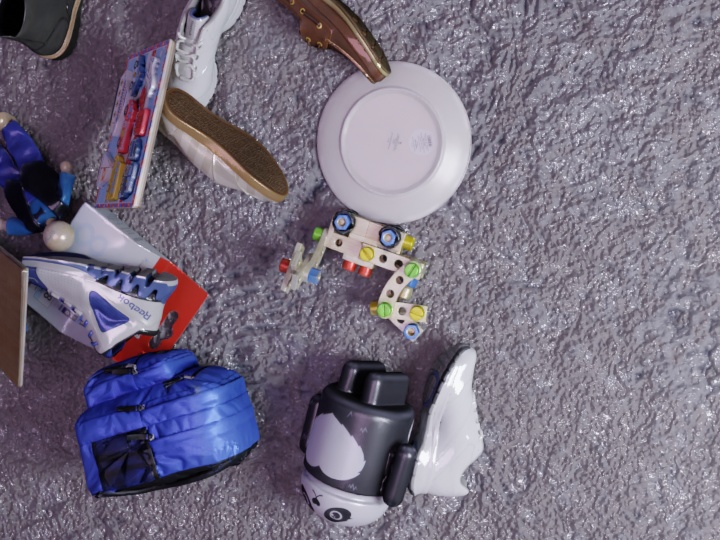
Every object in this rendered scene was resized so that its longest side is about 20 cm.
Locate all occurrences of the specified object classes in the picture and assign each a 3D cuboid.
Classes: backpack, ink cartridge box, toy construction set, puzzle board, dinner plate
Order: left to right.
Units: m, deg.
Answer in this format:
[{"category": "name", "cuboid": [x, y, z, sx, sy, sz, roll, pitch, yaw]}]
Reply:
[{"category": "puzzle board", "cuboid": [-0.466, 0.041, 1.259, 0.199, 0.017, 0.153, 26, 114, 48]}, {"category": "ink cartridge box", "cuboid": [-0.324, 0.033, 1.288, 0.199, 0.047, 0.161, 39, 99, 6]}, {"category": "puzzle board", "cuboid": [-0.282, -0.176, 1.201, 0.017, 0.150, 0.203, 15, 84, -33]}, {"category": "backpack", "cuboid": [-0.236, 0.185, 1.223, 0.197, 0.162, 0.171, -12, 95, 11]}, {"category": "toy construction set", "cuboid": [0.000, 0.000, 1.219, 0.197, 0.092, 0.133, 17, 98, -4]}, {"category": "dinner plate", "cuboid": [0.040, -0.160, 1.227, 0.197, 0.024, 0.204, 1, 96, 8]}]

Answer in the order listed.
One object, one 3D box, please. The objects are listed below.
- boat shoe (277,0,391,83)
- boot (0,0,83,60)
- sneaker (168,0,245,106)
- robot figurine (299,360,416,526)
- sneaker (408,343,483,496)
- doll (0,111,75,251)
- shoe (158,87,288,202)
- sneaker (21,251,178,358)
[{"category": "boat shoe", "cuboid": [-0.040, -0.301, 1.205, 0.067, 0.072, 0.201, -42, 82, 15]}, {"category": "boot", "cuboid": [-0.392, -0.371, 1.214, 0.076, 0.138, 0.204, 6, 95, 8]}, {"category": "sneaker", "cuboid": [-0.209, -0.283, 1.221, 0.074, 0.087, 0.203, 20, 99, 4]}, {"category": "robot figurine", "cuboid": [-0.005, 0.215, 1.216, 0.123, 0.150, 0.203, 14, 97, -9]}, {"category": "sneaker", "cuboid": [0.116, 0.189, 1.226, 0.086, 0.075, 0.203, 12, 103, -5]}, {"category": "doll", "cuboid": [-0.432, -0.104, 1.272, 0.136, 0.048, 0.201, -42, 74, 11]}, {"category": "shoe", "cuboid": [-0.176, -0.149, 1.229, 0.199, 0.070, 0.053, 39, 130, -17]}, {"category": "sneaker", "cuboid": [-0.336, 0.046, 1.232, 0.196, 0.081, 0.117, 12, 96, 3]}]
